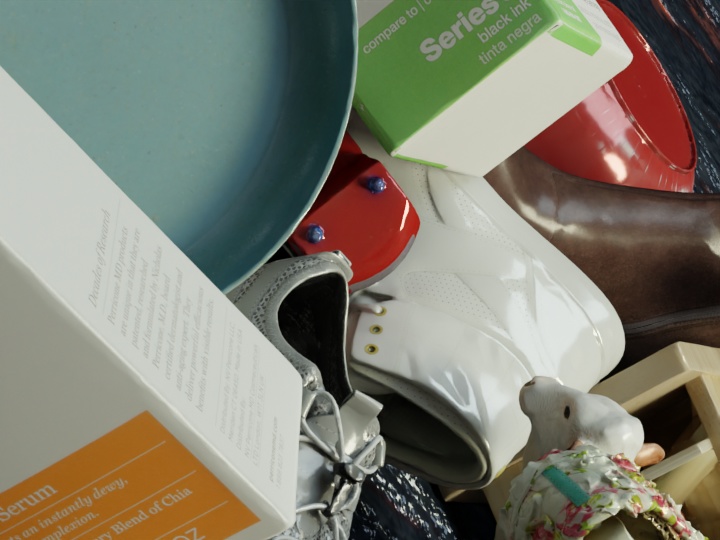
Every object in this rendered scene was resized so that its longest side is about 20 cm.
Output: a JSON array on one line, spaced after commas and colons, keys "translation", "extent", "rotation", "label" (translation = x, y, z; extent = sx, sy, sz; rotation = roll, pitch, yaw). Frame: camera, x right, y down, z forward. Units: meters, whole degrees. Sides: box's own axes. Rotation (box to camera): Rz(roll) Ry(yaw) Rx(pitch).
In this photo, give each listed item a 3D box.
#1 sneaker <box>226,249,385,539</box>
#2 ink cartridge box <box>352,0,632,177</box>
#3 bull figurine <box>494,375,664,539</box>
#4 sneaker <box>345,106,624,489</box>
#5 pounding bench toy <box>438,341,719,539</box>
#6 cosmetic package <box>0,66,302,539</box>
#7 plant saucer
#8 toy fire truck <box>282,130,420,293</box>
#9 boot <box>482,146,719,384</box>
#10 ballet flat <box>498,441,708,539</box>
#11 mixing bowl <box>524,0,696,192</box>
[{"translation": [-0.029, 0.070, 0.951], "extent": [0.075, 0.082, 0.200], "rotation": [39, 31, -43], "label": "sneaker"}, {"translation": [0.004, -0.142, 1.060], "extent": [0.200, 0.084, 0.145], "rotation": [55, 12, 10], "label": "ink cartridge box"}, {"translation": [0.091, 0.140, 1.062], "extent": [0.200, 0.121, 0.065], "rotation": [60, 38, -7], "label": "bull figurine"}, {"translation": [0.000, 0.000, 1.109], "extent": [0.200, 0.074, 0.116], "rotation": [39, 50, 10], "label": "sneaker"}, {"translation": [0.165, 0.114, 1.163], "extent": [0.124, 0.200, 0.156], "rotation": [12, 51, -62], "label": "pounding bench toy"}, {"translation": [-0.115, 0.013, 0.810], "extent": [0.200, 0.101, 0.071], "rotation": [47, 27, -29], "label": "cosmetic package"}, {"translation": [-0.099, -0.077, 0.891], "extent": [0.200, 0.200, 0.027], "rotation": [57, -16, -9], "label": "plant saucer"}, {"translation": [-0.045, -0.074, 1.000], "extent": [0.200, 0.049, 0.141], "rotation": [53, -4, -9], "label": "toy fire truck"}, {"translation": [0.119, -0.023, 1.202], "extent": [0.072, 0.166, 0.200], "rotation": [-98, 174, -49], "label": "boot"}, {"translation": [0.123, 0.145, 0.991], "extent": [0.200, 0.076, 0.064], "rotation": [45, -6, -17], "label": "ballet flat"}, {"translation": [0.093, -0.065, 1.350], "extent": [0.200, 0.108, 0.200], "rotation": [48, 24, -30], "label": "mixing bowl"}]
